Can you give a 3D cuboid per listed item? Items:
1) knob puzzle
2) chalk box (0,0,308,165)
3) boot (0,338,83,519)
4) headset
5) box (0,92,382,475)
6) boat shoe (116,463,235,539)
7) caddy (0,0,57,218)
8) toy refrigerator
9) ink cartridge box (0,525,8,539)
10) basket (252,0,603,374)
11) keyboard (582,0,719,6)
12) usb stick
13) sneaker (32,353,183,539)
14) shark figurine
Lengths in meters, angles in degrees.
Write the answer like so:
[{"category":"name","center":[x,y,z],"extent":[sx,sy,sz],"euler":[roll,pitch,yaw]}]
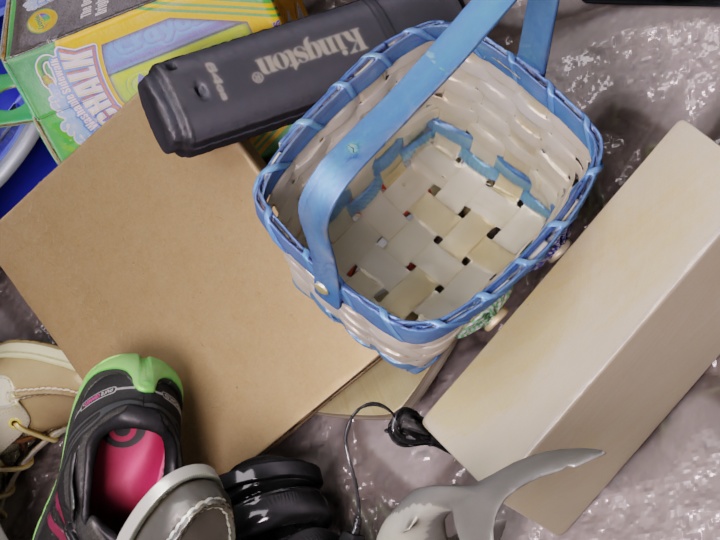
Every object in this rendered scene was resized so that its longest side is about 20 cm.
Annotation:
[{"category":"knob puzzle","center":[0.000,0.000,1.116],"extent":[0.220,0.030,0.220],"euler":[-15,62,29]},{"category":"chalk box","center":[-0.132,-0.121,1.155],"extent":[0.200,0.124,0.124],"euler":[-20,34,9]},{"category":"boot","center":[-0.219,0.122,1.180],"extent":[0.200,0.072,0.155],"euler":[-4,65,39]},{"category":"headset","center":[-0.024,0.149,1.050],"extent":[0.200,0.094,0.124],"euler":[-53,53,22]},{"category":"box","center":[-0.097,0.010,1.089],"extent":[0.163,0.021,0.200],"euler":[-40,80,19]},{"category":"boat shoe","center":[-0.095,0.192,1.009],"extent":[0.060,0.072,0.202],"euler":[42,127,41]},{"category":"caddy","center":[-0.240,-0.091,1.255],"extent":[0.200,0.141,0.105],"euler":[-52,45,3]},{"category":"toy refrigerator","center":[0.128,0.029,0.986],"extent":[0.200,0.076,0.070],"euler":[-50,50,5]},{"category":"ink cartridge box","center":[-0.250,0.188,1.064],"extent":[0.084,0.145,0.200],"euler":[-23,97,24]},{"category":"basket","center":[0.037,-0.052,0.963],"extent":[0.139,0.200,0.176],"euler":[37,72,21]},{"category":"keyboard","center":[0.212,-0.195,1.075],"extent":[0.200,0.040,0.104],"euler":[7,95,35]},{"category":"usb stick","center":[-0.025,-0.113,1.076],"extent":[0.055,0.200,0.033],"euler":[67,154,4]},{"category":"sneaker","center":[-0.138,0.145,1.056],"extent":[0.084,0.077,0.200],"euler":[-112,28,-69]},{"category":"shark figurine","center":[0.046,0.136,0.935],"extent":[0.089,0.215,0.128],"euler":[-29,54,-31]}]
